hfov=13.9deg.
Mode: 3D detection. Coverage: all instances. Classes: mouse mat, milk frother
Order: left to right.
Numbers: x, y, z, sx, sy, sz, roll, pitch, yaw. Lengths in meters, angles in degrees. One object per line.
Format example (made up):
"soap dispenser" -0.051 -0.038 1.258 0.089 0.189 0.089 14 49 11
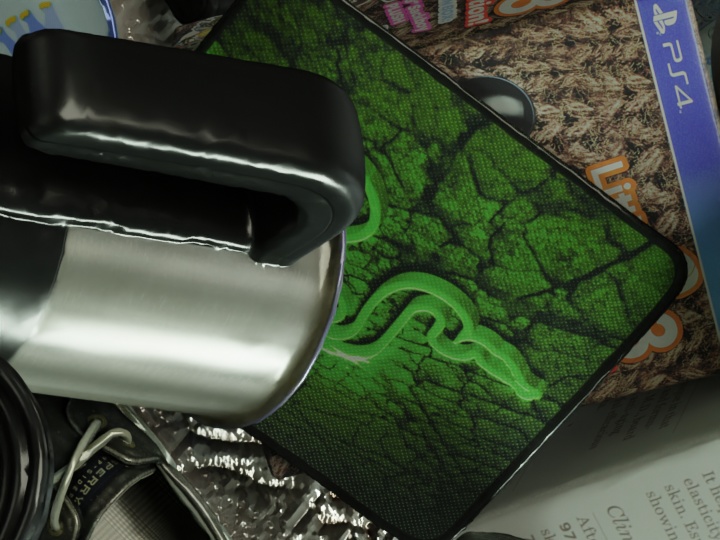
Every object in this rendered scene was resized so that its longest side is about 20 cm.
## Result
"milk frother" -0.098 0.026 0.942 0.188 0.180 0.201 10 83 -37
"mouse mat" 0.000 0.000 1.086 0.200 0.161 0.008 36 20 -14

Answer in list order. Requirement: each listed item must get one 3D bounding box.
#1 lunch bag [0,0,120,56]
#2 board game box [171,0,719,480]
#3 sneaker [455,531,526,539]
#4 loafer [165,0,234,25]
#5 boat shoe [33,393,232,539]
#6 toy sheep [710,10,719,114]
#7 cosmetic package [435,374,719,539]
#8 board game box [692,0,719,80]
"lunch bag" -0.191 -0.084 1.050 0.200 0.082 0.161 -37 99 -39
"board game box" 0.041 -0.030 1.129 0.097 0.199 0.160 -89 163 -65
"sneaker" -0.007 0.159 1.045 0.200 0.074 0.085 -38 144 -18
"loafer" -0.055 -0.196 1.198 0.070 0.068 0.201 3 75 -30
"boat shoe" -0.094 0.074 1.046 0.200 0.071 0.072 44 77 -16
"toy sheep" 0.199 -0.076 1.152 0.138 0.138 0.200 54 21 -17
"cosmetic package" 0.156 0.113 1.196 0.168 0.200 0.166 61 29 -13
"board game box" 0.115 -0.105 1.229 0.200 0.199 0.043 17 31 -48
